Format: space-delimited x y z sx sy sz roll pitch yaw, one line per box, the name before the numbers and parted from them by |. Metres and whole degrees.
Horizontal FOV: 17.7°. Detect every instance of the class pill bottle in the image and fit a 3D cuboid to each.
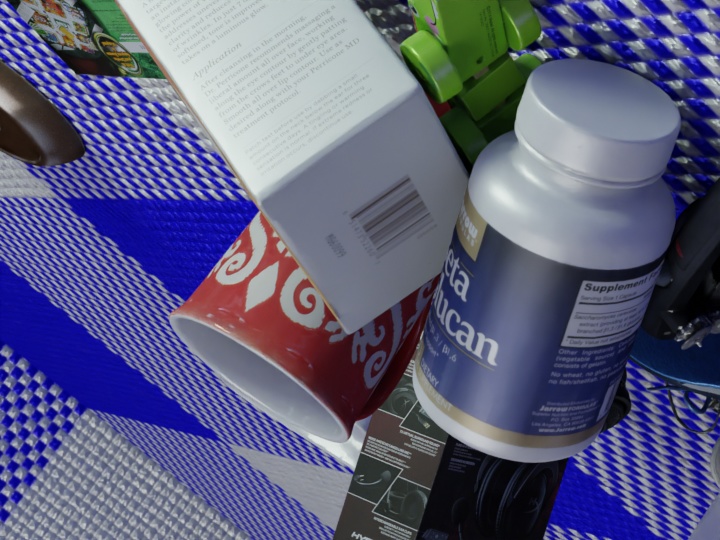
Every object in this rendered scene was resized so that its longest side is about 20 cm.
pill bottle | 0.102 -0.007 1.231 0.111 0.111 0.200 29 125 21

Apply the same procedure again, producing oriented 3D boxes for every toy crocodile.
toy crocodile | 0.060 -0.111 1.239 0.062 0.067 0.200 49 174 30

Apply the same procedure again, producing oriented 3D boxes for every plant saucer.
plant saucer | -0.334 -0.152 2.055 0.200 0.032 0.200 33 164 10

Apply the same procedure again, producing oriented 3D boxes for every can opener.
can opener | 0.189 -0.016 1.228 0.200 0.063 0.079 108 144 -68

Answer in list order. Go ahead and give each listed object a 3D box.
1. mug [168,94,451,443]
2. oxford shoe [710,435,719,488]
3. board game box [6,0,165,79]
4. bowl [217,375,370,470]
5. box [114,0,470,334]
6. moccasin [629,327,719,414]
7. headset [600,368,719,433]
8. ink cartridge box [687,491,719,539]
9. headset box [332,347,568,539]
mug | -0.010 -0.007 1.456 0.133 0.200 0.178 33 166 6
oxford shoe | 0.306 0.124 1.368 0.200 0.075 0.058 12 175 16
board game box | -0.167 -0.165 1.483 0.105 0.023 0.200 51 159 -26
bowl | -0.045 0.096 2.110 0.200 0.075 0.200 30 165 15
box | -0.034 -0.093 1.287 0.200 0.106 0.152 54 179 36
moccasin | 0.227 0.059 1.383 0.200 0.080 0.068 27 168 30
headset | 0.150 0.047 1.470 0.200 0.124 0.094 22 147 -6
ink cartridge box | 0.270 0.169 1.497 0.084 0.146 0.200 33 165 14
headset box | 0.079 0.120 1.652 0.077 0.200 0.149 20 -178 41
